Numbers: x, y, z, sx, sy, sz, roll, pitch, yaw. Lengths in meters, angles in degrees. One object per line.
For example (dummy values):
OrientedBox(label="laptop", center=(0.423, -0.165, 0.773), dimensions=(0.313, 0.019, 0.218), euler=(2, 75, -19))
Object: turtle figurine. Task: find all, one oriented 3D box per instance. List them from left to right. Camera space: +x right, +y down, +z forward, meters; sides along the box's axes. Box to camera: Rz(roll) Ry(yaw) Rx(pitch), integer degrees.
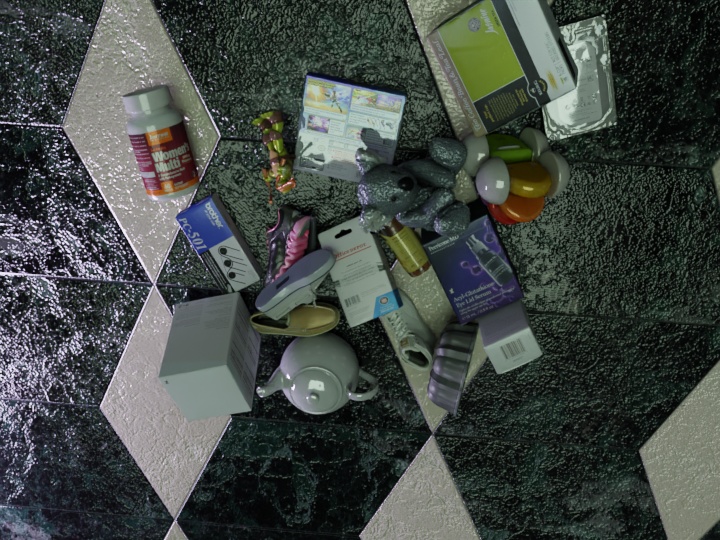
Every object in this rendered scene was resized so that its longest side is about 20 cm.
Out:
OrientedBox(label="turtle figurine", center=(-0.155, -0.219, 1.308), dimensions=(0.063, 0.200, 0.165), euler=(-15, 96, -16))

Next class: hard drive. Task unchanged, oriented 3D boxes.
OrientedBox(label="hard drive", center=(0.395, -0.354, 1.264), dimensions=(0.136, 0.038, 0.204), euler=(-12, 112, 9))

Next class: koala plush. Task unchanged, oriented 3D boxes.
OrientedBox(label="koala plush", center=(0.077, -0.145, 1.269), dimensions=(0.196, 0.183, 0.182), euler=(-4, 89, -27))

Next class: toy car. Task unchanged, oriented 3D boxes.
OrientedBox(label="toy car", center=(0.280, -0.170, 1.277), dimensions=(0.171, 0.202, 0.152), euler=(-8, 133, -14))

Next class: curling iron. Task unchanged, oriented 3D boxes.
OrientedBox(label="curling iron", center=(-0.093, -0.037, 1.406), dimensions=(0.049, 0.025, 0.203), euler=(36, 141, 32))

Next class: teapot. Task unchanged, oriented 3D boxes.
OrientedBox(label="teapot", center=(-0.090, 0.243, 1.500), dimensions=(0.199, 0.147, 0.197), euler=(-41, 106, 18))

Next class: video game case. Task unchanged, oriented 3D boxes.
OrientedBox(label="video game case", center=(-0.023, -0.272, 1.324), dimensions=(0.195, 0.046, 0.185), euler=(12, 116, -1))

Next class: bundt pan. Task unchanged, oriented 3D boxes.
OrientedBox(label="bundt pan", center=(0.193, 0.199, 1.439), dimensions=(0.074, 0.202, 0.207), euler=(14, 115, 12))

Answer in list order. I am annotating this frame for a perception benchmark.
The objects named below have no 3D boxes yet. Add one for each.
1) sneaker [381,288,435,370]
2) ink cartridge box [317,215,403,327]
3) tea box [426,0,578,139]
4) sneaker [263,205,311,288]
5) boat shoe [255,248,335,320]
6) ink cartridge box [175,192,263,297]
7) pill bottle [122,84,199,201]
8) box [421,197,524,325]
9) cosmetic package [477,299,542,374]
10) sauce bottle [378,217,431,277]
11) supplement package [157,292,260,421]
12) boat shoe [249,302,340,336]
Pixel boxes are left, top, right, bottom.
OrientedBox(label="sneaker", center=(0.093, 0.122, 1.451), dimensions=(0.073, 0.116, 0.200), euler=(-38, 105, 21))
OrientedBox(label="ink cartridge box", center=(0.000, 0.000, 1.410), dimensions=(0.114, 0.068, 0.204), euler=(-21, 88, 13))
OrientedBox(label="tea box", center=(0.250, -0.376, 1.186), dimensions=(0.194, 0.134, 0.203), euler=(-22, 108, 28))
OrientedBox(label="sneaker", center=(-0.166, -0.048, 1.429), dimensions=(0.095, 0.079, 0.203), euler=(36, 118, 17))
OrientedBox(label="boat shoe", center=(-0.115, 0.040, 1.389), dimensions=(0.200, 0.075, 0.086), euler=(-37, 125, 15))
OrientedBox(label="ink cartridge box", center=(-0.297, -0.053, 1.440), dimensions=(0.092, 0.044, 0.203), euler=(-25, 109, 12))
OrientedBox(label="pill bottle", center=(-0.389, -0.248, 1.326), dimensions=(0.107, 0.110, 0.204), euler=(-8, 113, 8))
OrientedBox(label="box", center=(0.226, -0.019, 1.385), dimensions=(0.146, 0.105, 0.202), euler=(-25, 110, 15))
OrientedBox(label="cosmetic package", center=(0.295, 0.112, 1.384), dimensions=(0.100, 0.201, 0.075), euler=(-25, 110, 15))
OrientedBox(label="sauce bottle", center=(0.073, -0.081, 1.393), dimensions=(0.065, 0.066, 0.202), euler=(-31, 106, 16))
OrientedBox(label="supplement package", center=(-0.311, 0.181, 1.440), dimensions=(0.148, 0.203, 0.153), euler=(-11, 132, 9))
OrientedBox(label="boat shoe", center=(-0.143, 0.107, 1.471), dimensions=(0.195, 0.076, 0.074), euler=(-9, 78, 7))
